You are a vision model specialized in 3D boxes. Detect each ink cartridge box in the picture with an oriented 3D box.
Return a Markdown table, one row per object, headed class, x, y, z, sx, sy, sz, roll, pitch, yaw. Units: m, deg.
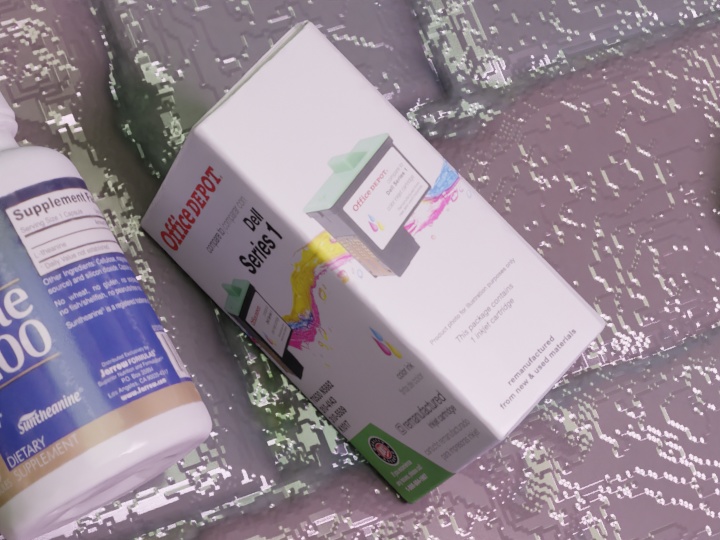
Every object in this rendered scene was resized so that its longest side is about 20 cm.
| class | x | y | z | sx | sy | sz | roll | pitch | yaw |
| --- | --- | --- | --- | --- | --- | --- | --- | --- | --- |
| ink cartridge box | 0.000 | 0.000 | 1.105 | 0.200 | 0.145 | 0.084 | 46 | 67 | 1 |

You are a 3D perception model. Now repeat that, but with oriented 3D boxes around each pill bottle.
| class | x | y | z | sx | sy | sz | roll | pitch | yaw |
| --- | --- | --- | --- | --- | --- | --- | --- | --- | --- |
| pill bottle | -0.161 | 0.014 | 1.073 | 0.111 | 0.111 | 0.201 | -26 | 82 | -22 |
